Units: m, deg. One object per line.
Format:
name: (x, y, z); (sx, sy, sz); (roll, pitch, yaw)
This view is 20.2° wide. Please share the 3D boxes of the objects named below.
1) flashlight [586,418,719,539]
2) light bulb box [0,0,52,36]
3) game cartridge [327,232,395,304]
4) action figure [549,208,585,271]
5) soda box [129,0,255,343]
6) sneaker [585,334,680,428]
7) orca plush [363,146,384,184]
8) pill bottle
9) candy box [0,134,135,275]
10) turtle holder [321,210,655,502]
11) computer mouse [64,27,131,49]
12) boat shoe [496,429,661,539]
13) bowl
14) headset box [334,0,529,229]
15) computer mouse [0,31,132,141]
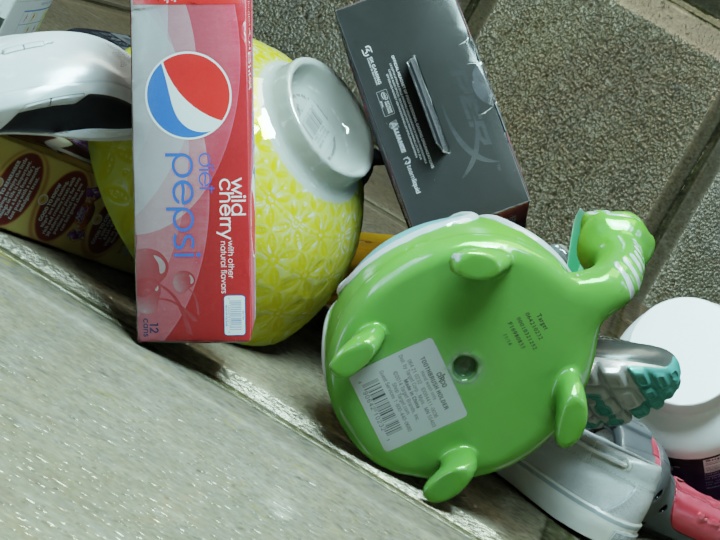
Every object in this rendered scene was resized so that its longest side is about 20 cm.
flashlight: (0.220, 0.154, 1.337); (0.199, 0.068, 0.068); (25, 9, -29)
light bulb box: (-0.267, -0.206, 1.337); (0.124, 0.201, 0.198); (27, 7, -5)
game cartridge: (0.000, 0.000, 1.417); (0.175, 0.033, 0.200); (5, 10, 0)
action figure: (0.145, 0.068, 1.399); (0.201, 0.054, 0.119); (-81, 158, -47)
soda box: (-0.088, -0.065, 1.077); (0.063, 0.202, 0.070); (0, 10, 0)
sneaker: (0.096, 0.039, 1.219); (0.198, 0.092, 0.078); (4, -28, 19)
orca plush: (-0.023, -0.046, 1.554); (0.071, 0.199, 0.105); (51, 45, -12)
pill bottle: (0.232, 0.093, 1.413); (0.112, 0.113, 0.200); (33, -13, 24)
candy box: (-0.192, -0.059, 1.206); (0.199, 0.057, 0.117); (19, 14, -49)
turtle holder: (0.062, 0.022, 1.114); (0.140, 0.186, 0.132); (33, 13, -14)
computer mouse: (-0.124, -0.124, 1.410); (0.199, 0.053, 0.138); (6, 19, -36)
boat shoe: (0.103, 0.095, 1.266); (0.200, 0.069, 0.072); (36, 9, 39)
bowl: (-0.056, -0.067, 1.210); (0.200, 0.107, 0.201); (39, 36, -35)
headset box: (0.046, -0.089, 1.247); (0.200, 0.074, 0.150); (55, 15, -84)
computer mouse: (-0.198, -0.108, 1.100); (0.198, 0.044, 0.110); (-1, 35, -23)
